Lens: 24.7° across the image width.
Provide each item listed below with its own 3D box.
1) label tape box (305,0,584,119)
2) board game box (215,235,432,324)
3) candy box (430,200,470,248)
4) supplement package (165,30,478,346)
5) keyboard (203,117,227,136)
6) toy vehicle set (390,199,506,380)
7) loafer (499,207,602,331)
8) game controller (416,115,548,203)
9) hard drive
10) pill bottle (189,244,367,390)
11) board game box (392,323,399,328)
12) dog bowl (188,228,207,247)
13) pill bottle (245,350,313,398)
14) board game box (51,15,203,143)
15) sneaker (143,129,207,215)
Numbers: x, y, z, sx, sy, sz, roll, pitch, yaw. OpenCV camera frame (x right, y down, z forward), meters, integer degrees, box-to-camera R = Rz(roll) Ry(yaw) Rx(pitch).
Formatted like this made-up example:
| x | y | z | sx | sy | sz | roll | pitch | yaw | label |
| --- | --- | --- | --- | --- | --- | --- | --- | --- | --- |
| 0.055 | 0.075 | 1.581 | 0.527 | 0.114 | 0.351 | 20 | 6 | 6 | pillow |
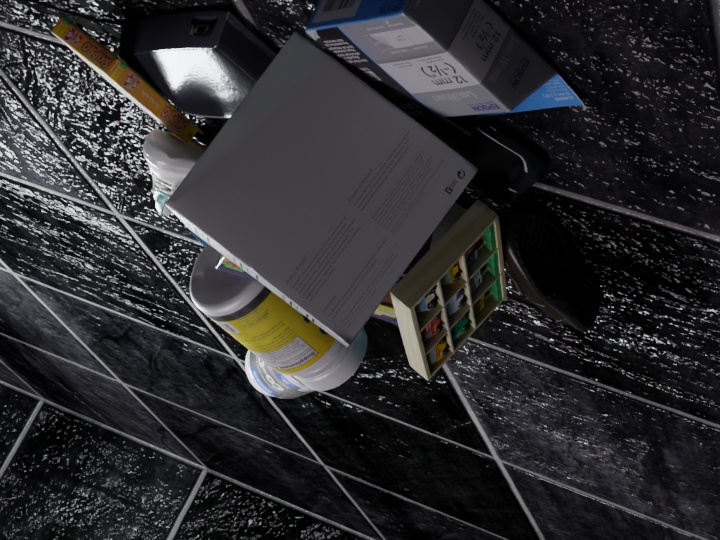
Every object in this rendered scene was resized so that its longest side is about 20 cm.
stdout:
| x | y | z | sx | sy | sz | roll | pitch | yaw | label |
| --- | --- | --- | --- | --- | --- | --- | --- | --- | --- |
| 0.071 | -0.173 | 1.393 | 0.200 | 0.066 | 0.143 | 40 | 159 | -30 | label tape box |
| -0.026 | -0.055 | 1.631 | 0.199 | 0.166 | 0.057 | 18 | 165 | -10 | board game box |
| 0.041 | -0.043 | 1.781 | 0.199 | 0.072 | 0.168 | 29 | 162 | -2 | candy box |
| -0.034 | -0.067 | 1.466 | 0.200 | 0.192 | 0.147 | 37 | 176 | 1 | supplement package |
| -0.108 | -0.116 | 1.869 | 0.127 | 0.021 | 0.200 | 23 | 162 | 26 | keyboard |
| 0.089 | 0.023 | 1.605 | 0.026 | 0.124 | 0.200 | 39 | 167 | 21 | toy vehicle set |
| 0.180 | 0.002 | 1.695 | 0.071 | 0.073 | 0.200 | 12 | 156 | 37 | loafer |
| 0.080 | -0.132 | 1.552 | 0.199 | 0.042 | 0.104 | 31 | 147 | -10 | game controller |
| -0.155 | -0.205 | 1.668 | 0.135 | 0.042 | 0.199 | 40 | 158 | -33 | hard drive |
| -0.086 | 0.044 | 1.811 | 0.114 | 0.115 | 0.200 | 9 | 156 | 44 | pill bottle |
| 0.000 | 0.000 | 1.792 | 0.199 | 0.028 | 0.135 | 32 | 163 | -8 | board game box |
| -0.146 | -0.056 | 1.913 | 0.111 | 0.050 | 0.200 | 40 | -170 | -14 | dog bowl |
| -0.096 | 0.124 | 2.361 | 0.113 | 0.114 | 0.200 | 31 | 161 | -11 | pill bottle |
| -0.245 | -0.198 | 1.760 | 0.095 | 0.030 | 0.200 | 38 | -179 | 28 | board game box |
| -0.208 | -0.103 | 1.846 | 0.075 | 0.089 | 0.200 | 32 | -176 | 6 | sneaker |
